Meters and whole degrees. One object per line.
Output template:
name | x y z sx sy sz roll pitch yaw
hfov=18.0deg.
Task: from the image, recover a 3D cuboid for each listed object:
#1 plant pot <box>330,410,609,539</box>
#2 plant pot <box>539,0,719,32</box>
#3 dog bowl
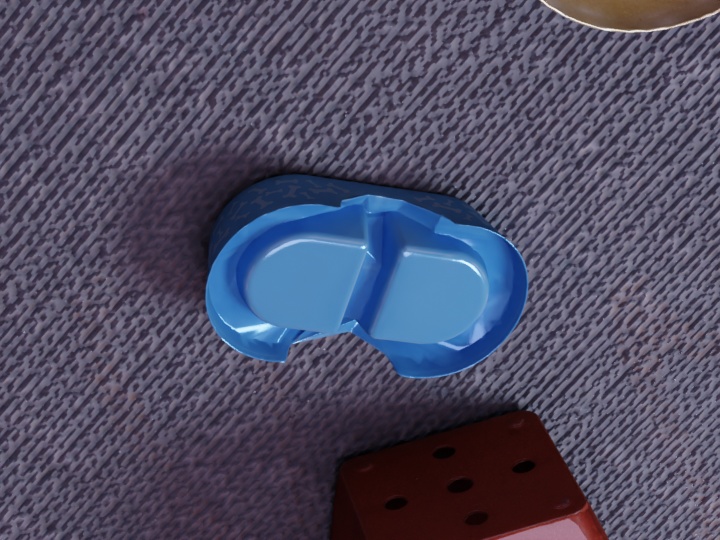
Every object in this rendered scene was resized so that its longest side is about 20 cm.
plant pot | 0.078 0.207 1.445 0.198 0.200 0.178 -15 115 -6
plant pot | 0.163 -0.216 1.198 0.198 0.028 0.201 -11 131 -12
dog bowl | 0.000 0.000 1.348 0.198 0.050 0.112 7 123 -22
